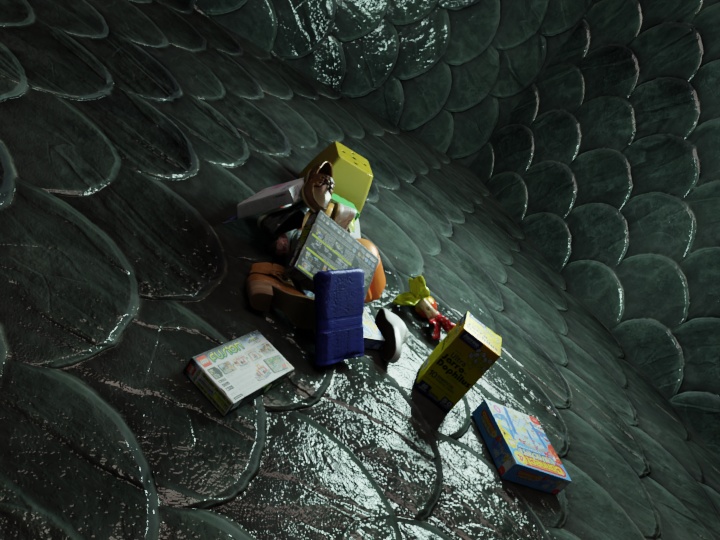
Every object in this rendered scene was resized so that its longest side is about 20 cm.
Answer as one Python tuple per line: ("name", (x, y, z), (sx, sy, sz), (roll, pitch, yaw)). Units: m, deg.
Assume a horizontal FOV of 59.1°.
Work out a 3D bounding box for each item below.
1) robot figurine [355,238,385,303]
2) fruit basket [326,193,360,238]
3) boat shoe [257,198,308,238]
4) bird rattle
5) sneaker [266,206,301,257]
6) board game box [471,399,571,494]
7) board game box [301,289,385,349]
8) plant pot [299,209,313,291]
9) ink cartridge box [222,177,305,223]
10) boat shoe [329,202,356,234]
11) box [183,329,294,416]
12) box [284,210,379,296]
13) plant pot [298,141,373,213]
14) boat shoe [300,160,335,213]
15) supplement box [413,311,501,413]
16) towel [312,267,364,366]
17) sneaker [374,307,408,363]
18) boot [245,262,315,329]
("robot figurine", (-0.001, -0.001, 1.617), (0.116, 0.201, 0.145), (14, 55, 25))
("fruit basket", (-0.077, -0.141, 1.916), (0.184, 0.094, 0.201), (25, 41, -27))
("boat shoe", (-0.156, -0.131, 1.576), (0.198, 0.075, 0.066), (-20, 56, -36))
("bird rattle", (0.197, 0.106, 1.820), (0.200, 0.113, 0.163), (41, 6, 0))
("sneaker", (-0.173, -0.102, 1.645), (0.107, 0.068, 0.202), (16, 38, -7))
("board game box", (0.389, 0.428, 1.543), (0.199, 0.056, 0.197), (24, 26, -30))
("board game box", (-0.046, 0.119, 1.506), (0.199, 0.035, 0.136), (14, 33, -44))
("plant pot", (-0.115, -0.045, 1.522), (0.027, 0.202, 0.200), (3, 23, 7))
("ink cartridge box", (-0.232, -0.183, 1.608), (0.197, 0.198, 0.044), (-58, 133, -68))
("boat shoe", (-0.058, -0.101, 1.705), (0.068, 0.200, 0.072), (10, 58, -13))
("box", (-0.213, 0.179, 1.146), (0.110, 0.035, 0.200), (43, 23, 13))
("box", (-0.060, -0.013, 1.435), (0.199, 0.044, 0.161), (38, 57, -27))
("plant pot", (-0.068, -0.297, 2.073), (0.199, 0.177, 0.201), (27, 25, -23))
("boat shoe", (-0.099, -0.206, 1.554), (0.072, 0.068, 0.201), (35, 29, -25))
("supplement box", (0.232, 0.219, 1.517), (0.108, 0.201, 0.110), (37, 22, 0))
("towel", (-0.049, 0.096, 1.363), (0.049, 0.203, 0.147), (5, 5, 38))
("sneaker", (0.092, 0.165, 1.573), (0.084, 0.073, 0.201), (27, 24, -18))
("boot", (-0.160, 0.052, 1.415), (0.198, 0.077, 0.156), (13, 24, -16))
